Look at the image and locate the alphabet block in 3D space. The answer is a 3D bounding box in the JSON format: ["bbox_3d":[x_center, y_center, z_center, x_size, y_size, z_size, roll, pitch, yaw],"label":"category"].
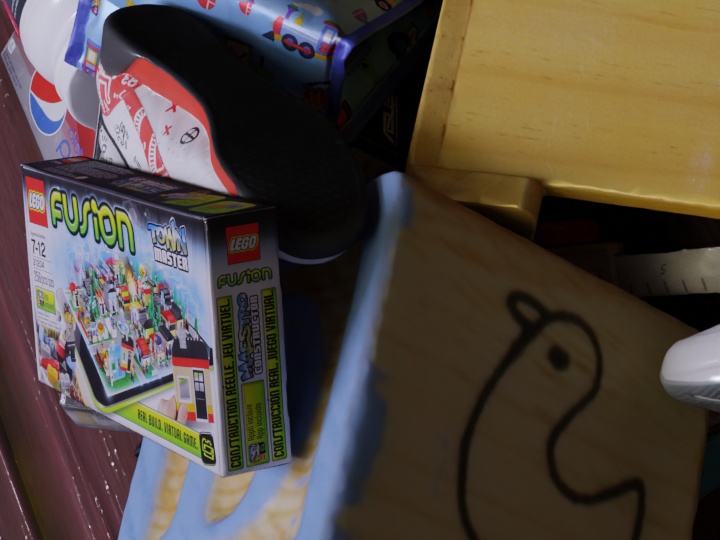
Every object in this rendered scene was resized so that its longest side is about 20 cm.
[{"bbox_3d":[0.024,0.098,0.931,0.196,0.199,0.197,-19,52,54],"label":"alphabet block"}]

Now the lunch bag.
[{"bbox_3d":[-0.037,-0.152,1.043,0.150,0.200,0.095,27,128,11],"label":"lunch bag"}]

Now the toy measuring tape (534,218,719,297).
[{"bbox_3d":[0.137,0.004,0.998,0.198,0.073,0.074,-7,88,38],"label":"toy measuring tape"}]

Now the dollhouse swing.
[{"bbox_3d":[0.124,-0.099,0.962,0.182,0.174,0.202,82,-160,-75],"label":"dollhouse swing"}]

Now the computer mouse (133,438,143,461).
[{"bbox_3d":[-0.059,0.075,1.144,0.199,0.059,0.034,-29,109,38],"label":"computer mouse"}]

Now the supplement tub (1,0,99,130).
[{"bbox_3d":[-0.169,-0.205,1.269,0.141,0.139,0.201,-51,56,39],"label":"supplement tub"}]

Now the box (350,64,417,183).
[{"bbox_3d":[-0.039,-0.080,1.154,0.200,0.049,0.163,-40,35,43],"label":"box"}]

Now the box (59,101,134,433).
[{"bbox_3d":[-0.130,0.006,1.094,0.200,0.048,0.160,128,149,-81],"label":"box"}]

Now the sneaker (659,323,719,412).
[{"bbox_3d":[0.226,0.014,0.868,0.199,0.070,0.081,-17,65,24],"label":"sneaker"}]

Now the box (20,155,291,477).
[{"bbox_3d":[-0.096,0.014,0.886,0.199,0.034,0.111,16,112,57],"label":"box"}]

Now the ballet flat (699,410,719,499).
[{"bbox_3d":[0.133,0.108,1.011,0.200,0.069,0.072,-48,39,34],"label":"ballet flat"}]

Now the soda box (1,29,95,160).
[{"bbox_3d":[-0.175,-0.091,1.344,0.070,0.063,0.201,-47,60,41],"label":"soda box"}]

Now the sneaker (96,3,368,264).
[{"bbox_3d":[-0.063,-0.032,0.917,0.201,0.067,0.109,45,138,41],"label":"sneaker"}]
